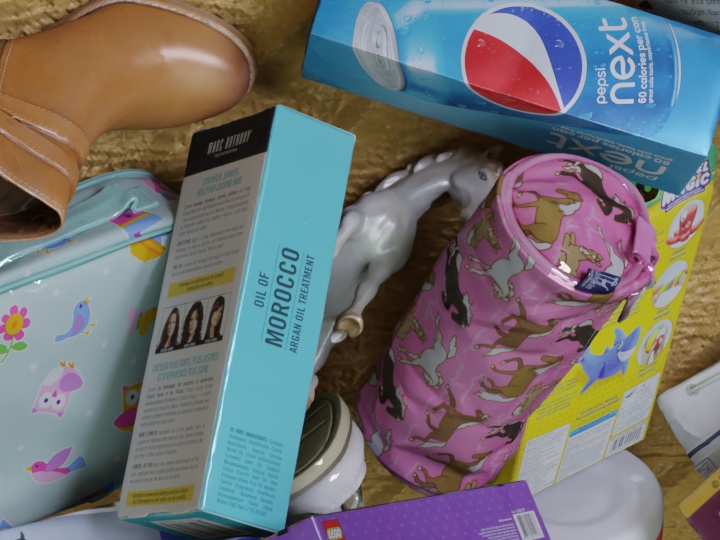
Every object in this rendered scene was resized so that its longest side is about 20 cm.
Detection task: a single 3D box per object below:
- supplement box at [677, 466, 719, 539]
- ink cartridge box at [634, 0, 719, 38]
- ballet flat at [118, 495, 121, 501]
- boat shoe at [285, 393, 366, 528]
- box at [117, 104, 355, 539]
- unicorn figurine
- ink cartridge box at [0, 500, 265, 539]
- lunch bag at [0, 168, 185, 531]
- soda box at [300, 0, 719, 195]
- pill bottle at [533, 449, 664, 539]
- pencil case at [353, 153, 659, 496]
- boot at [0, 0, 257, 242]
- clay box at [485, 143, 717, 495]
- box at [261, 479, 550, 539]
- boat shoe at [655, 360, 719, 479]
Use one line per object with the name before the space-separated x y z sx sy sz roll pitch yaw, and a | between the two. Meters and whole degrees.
supplement box | 0.279 0.125 1.361 0.131 0.103 0.200 -46 158 19
ink cartridge box | 0.210 -0.142 1.200 0.200 0.144 0.084 45 71 -30
ballet flat | -0.099 0.159 1.392 0.067 0.071 0.200 -7 135 3
boat shoe | -0.029 0.111 1.304 0.075 0.200 0.068 -38 98 -10
box | -0.060 0.027 1.205 0.049 0.201 0.082 20 162 -31
unicorn figurine | 0.000 0.000 1.293 0.200 0.137 0.074 -29 105 34
ink cartridge box | -0.140 0.159 1.275 0.199 0.042 0.119 -12 155 -6
lunch bag | -0.157 0.038 1.267 0.200 0.077 0.161 -23 127 -34
soda box | 0.075 -0.102 1.215 0.199 0.068 0.064 17 75 -1
pill bottle | 0.113 0.204 1.436 0.111 0.112 0.200 -4 124 -7
pencil case | 0.069 0.031 1.226 0.083 0.087 0.200 -18 154 -37
boot | -0.142 -0.067 1.192 0.199 0.155 0.074 0 122 -9
clay box | 0.119 0.020 1.320 0.115 0.048 0.200 -22 135 -38
box | -0.013 0.152 1.227 0.137 0.039 0.200 -30 165 29
boat shoe | 0.251 0.033 1.373 0.200 0.074 0.067 -38 82 -2
